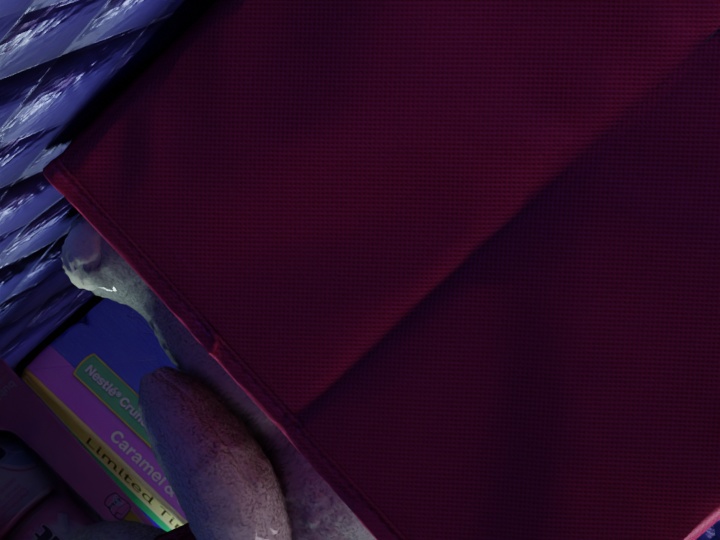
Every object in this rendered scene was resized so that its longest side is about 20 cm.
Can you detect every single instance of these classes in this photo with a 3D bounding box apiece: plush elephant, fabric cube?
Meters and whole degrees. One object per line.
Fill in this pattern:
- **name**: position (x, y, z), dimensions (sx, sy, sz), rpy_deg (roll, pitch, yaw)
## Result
- **plush elephant**: position (-0.033, 0.097, 0.792), dimensions (0.155, 0.200, 0.165), rpy_deg (-49, 156, 16)
- **fabric cube**: position (0.065, -0.037, 0.692), dimensions (0.199, 0.200, 0.196), rpy_deg (-43, 179, 15)

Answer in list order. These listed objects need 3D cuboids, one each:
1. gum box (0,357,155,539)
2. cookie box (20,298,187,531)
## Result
- **gum box**: position (-0.135, 0.116, 0.930), dimensions (0.066, 0.114, 0.200), rpy_deg (-43, 177, -21)
- **cookie box**: position (-0.077, 0.104, 1.042), dimensions (0.075, 0.171, 0.200), rpy_deg (-45, 177, -24)
